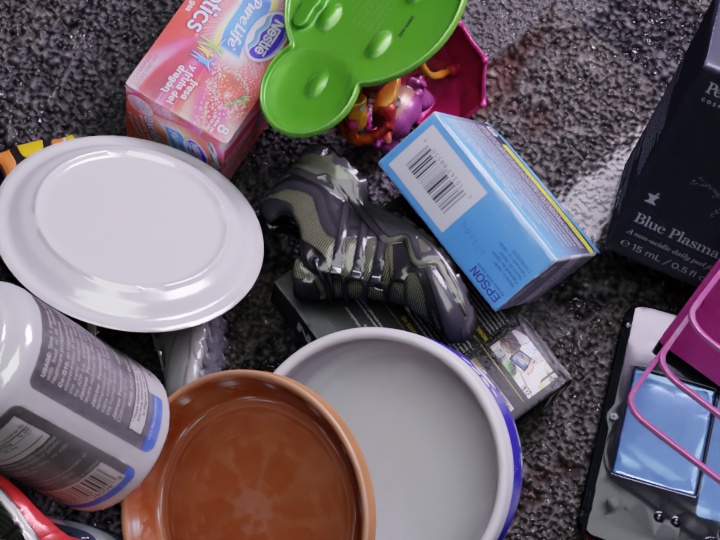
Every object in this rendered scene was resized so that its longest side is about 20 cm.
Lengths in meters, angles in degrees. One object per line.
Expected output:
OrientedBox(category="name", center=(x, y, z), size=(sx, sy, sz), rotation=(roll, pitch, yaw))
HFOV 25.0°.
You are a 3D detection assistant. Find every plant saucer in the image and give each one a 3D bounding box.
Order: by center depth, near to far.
OrientedBox(category="plant saucer", center=(-0.078, 0.170, 1.137), size=(0.199, 0.032, 0.202), rotation=(-1, 87, 26))

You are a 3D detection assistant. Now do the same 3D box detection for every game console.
OrientedBox(category="game console", center=(0.275, 0.139, 1.279), size=(0.176, 0.031, 0.201), rotation=(17, 68, -2))

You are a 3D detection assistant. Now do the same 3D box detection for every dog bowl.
OrientedBox(category="dog bowl", center=(0.016, 0.143, 1.173), size=(0.199, 0.079, 0.202), rotation=(-1, 86, 15))

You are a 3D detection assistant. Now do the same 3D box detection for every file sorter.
OrientedBox(category="file sorter", center=(0.306, 0.050, 1.178), size=(0.139, 0.201, 0.125), rotation=(36, 39, 9))

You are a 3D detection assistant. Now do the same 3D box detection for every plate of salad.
OrientedBox(category="plate of salad", center=(-0.170, -0.024, 1.188), size=(0.199, 0.048, 0.201), rotation=(11, 43, -10))

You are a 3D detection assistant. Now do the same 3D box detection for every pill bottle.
OrientedBox(category="pill bottle", center=(-0.232, 0.077, 1.094), size=(0.113, 0.200, 0.114), rotation=(-19, 53, 27))

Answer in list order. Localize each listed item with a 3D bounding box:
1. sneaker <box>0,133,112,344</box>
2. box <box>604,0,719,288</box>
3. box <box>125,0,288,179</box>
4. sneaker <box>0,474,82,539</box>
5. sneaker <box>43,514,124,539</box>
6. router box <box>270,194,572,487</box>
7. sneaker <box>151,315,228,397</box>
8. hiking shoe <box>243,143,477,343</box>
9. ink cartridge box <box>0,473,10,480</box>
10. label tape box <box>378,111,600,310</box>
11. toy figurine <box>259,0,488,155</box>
OrientedBox(category="sneaker", center=(-0.243, -0.007, 1.244), size=(0.089, 0.070, 0.201), rotation=(-8, 67, -5))
OrientedBox(category="box", center=(0.321, -0.079, 1.259), size=(0.196, 0.201, 0.118), rotation=(23, 43, 2))
OrientedBox(category="box", center=(-0.098, -0.178, 1.305), size=(0.094, 0.103, 0.201), rotation=(31, 68, 3))
OrientedBox(category="sneaker", center=(-0.198, 0.213, 1.117), size=(0.200, 0.077, 0.085), rotation=(49, 36, -4))
OrientedBox(category="sneaker", center=(-0.250, 0.202, 1.155), size=(0.198, 0.082, 0.071), rotation=(8, 69, -5))
OrientedBox(category="router box", center=(0.046, 0.052, 1.266), size=(0.149, 0.051, 0.200), rotation=(-33, 77, -15))
OrientedBox(category="sneaker", center=(-0.150, 0.022, 1.251), size=(0.081, 0.075, 0.201), rotation=(-8, 64, 4))
OrientedBox(category="hiking shoe", center=(0.000, 0.000, 1.221), size=(0.101, 0.076, 0.200), rotation=(-43, 67, -9))
OrientedBox(category="ink cartridge box", center=(-0.349, 0.096, 1.188), size=(0.198, 0.067, 0.117), rotation=(12, 69, -4))
OrientedBox(category="label tape box", center=(0.106, -0.046, 1.263), size=(0.066, 0.200, 0.144), rotation=(-41, 80, 13))
OrientedBox(category="toy figurine", center=(0.029, -0.153, 1.276), size=(0.150, 0.184, 0.201), rotation=(31, 84, 30))
